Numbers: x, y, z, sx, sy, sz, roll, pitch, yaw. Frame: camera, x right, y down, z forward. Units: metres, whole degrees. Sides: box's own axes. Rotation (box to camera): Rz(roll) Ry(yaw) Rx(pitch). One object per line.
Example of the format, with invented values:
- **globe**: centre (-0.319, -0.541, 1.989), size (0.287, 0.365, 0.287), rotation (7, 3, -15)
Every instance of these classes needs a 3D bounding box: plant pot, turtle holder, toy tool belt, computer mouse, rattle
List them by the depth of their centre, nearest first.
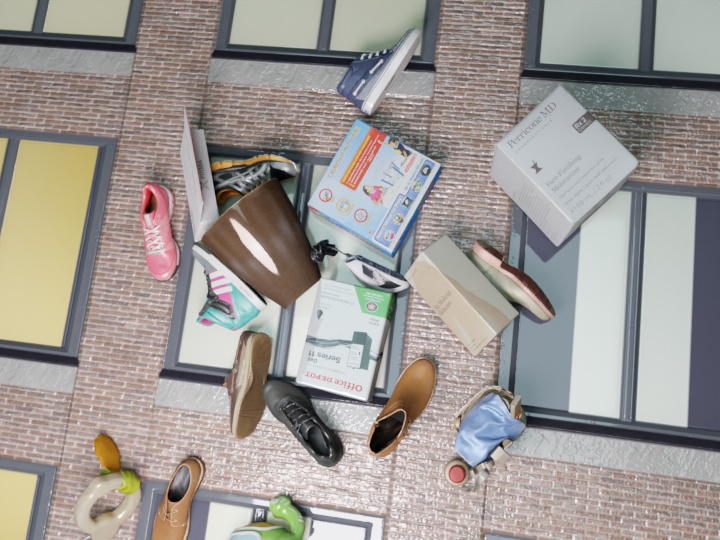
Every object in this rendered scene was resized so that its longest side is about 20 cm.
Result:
- **toy tool belt**: centre (0.215, 0.298, 1.239), size (0.124, 0.123, 0.201), rotation (39, 86, 12)
- **turtle holder**: centre (-0.175, 0.502, 1.242), size (0.130, 0.140, 0.189), rotation (18, 91, 27)
- **rattle**: centre (-0.507, 0.442, 1.329), size (0.142, 0.130, 0.203), rotation (31, 111, 22)
- **plant pot**: centre (-0.167, -0.036, 1.333), size (0.186, 0.187, 0.201), rotation (-39, 91, -2)
- **computer mouse**: centre (0.000, 0.000, 1.340), size (0.197, 0.110, 0.045), rotation (26, 100, 2)

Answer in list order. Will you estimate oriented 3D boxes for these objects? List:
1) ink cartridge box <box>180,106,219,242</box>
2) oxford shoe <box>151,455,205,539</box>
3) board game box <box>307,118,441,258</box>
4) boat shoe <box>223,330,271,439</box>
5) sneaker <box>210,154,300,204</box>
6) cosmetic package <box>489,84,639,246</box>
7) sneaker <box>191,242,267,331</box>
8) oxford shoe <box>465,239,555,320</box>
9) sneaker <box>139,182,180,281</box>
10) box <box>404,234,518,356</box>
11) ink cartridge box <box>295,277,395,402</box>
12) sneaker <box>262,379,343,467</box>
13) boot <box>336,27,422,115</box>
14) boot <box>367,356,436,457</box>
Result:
- **ink cartridge box**: centre (-0.308, -0.182, 1.356), size (0.044, 0.176, 0.204), rotation (-7, 72, -21)
- **oxford shoe**: centre (-0.351, 0.448, 1.307), size (0.070, 0.071, 0.204), rotation (14, 83, 8)
- **board game box**: centre (0.028, -0.161, 1.380), size (0.194, 0.056, 0.202), rotation (30, 84, 11)
- **boat shoe**: centre (-0.222, 0.215, 1.344), size (0.071, 0.072, 0.205), rotation (8, 91, 39)
- **sneaker**: centre (-0.212, -0.181, 1.407), size (0.196, 0.078, 0.079), rotation (-7, 78, 16)
- **cosmetic package**: centre (0.363, -0.187, 1.289), size (0.164, 0.165, 0.200), rotation (-41, 77, -3)
- **sneaker**: centre (-0.285, 0.047, 1.370), size (0.199, 0.084, 0.121), rotation (40, 87, 21)
- **oxford shoe**: centre (0.276, 0.031, 1.320), size (0.200, 0.071, 0.074), rotation (42, 112, 12)
- **sneaker**: centre (-0.412, -0.079, 1.402), size (0.072, 0.087, 0.204), rotation (-10, 79, 6)
- **box**: centre (0.183, 0.044, 1.294), size (0.077, 0.095, 0.200), rotation (-33, 74, -35)
- **ink cartridge box**: centre (-0.026, 0.131, 1.319), size (0.144, 0.083, 0.204), rotation (12, 82, 9)
- **sneaker**: centre (-0.107, 0.274, 1.298), size (0.200, 0.091, 0.076), rotation (42, 80, 12)
- **boot**: centre (0.038, -0.420, 1.418), size (0.090, 0.073, 0.202), rotation (34, 86, 6)
- **boot**: centre (0.072, 0.240, 1.250), size (0.076, 0.155, 0.201), rotation (36, 85, 12)
